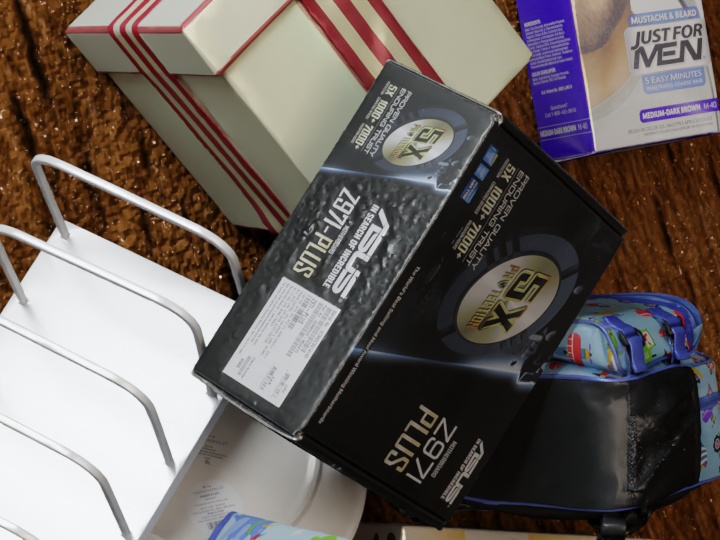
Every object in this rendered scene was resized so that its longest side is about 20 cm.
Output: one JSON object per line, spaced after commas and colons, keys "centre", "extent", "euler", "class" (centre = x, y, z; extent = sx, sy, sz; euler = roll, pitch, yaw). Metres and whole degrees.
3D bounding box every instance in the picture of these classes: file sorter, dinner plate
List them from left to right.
{"centre": [-0.160, 0.059, 1.269], "extent": [0.139, 0.125, 0.200], "euler": [25, 69, 14], "class": "file sorter"}
{"centre": [-0.089, 0.101, 1.349], "extent": [0.200, 0.024, 0.200], "euler": [7, 63, -14], "class": "dinner plate"}

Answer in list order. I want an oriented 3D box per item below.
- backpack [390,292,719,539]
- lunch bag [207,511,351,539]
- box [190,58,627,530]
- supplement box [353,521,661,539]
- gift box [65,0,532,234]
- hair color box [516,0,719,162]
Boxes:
{"centre": [0.135, 0.079, 1.436], "extent": [0.200, 0.182, 0.135], "euler": [-10, 100, -53], "class": "backpack"}
{"centre": [-0.045, 0.241, 1.233], "extent": [0.127, 0.170, 0.200], "euler": [40, 72, -21], "class": "lunch bag"}
{"centre": [0.030, 0.016, 1.283], "extent": [0.200, 0.086, 0.164], "euler": [-57, 142, -4], "class": "box"}
{"centre": [0.088, 0.222, 1.472], "extent": [0.200, 0.074, 0.126], "euler": [6, 83, -30], "class": "supplement box"}
{"centre": [-0.037, -0.149, 1.364], "extent": [0.200, 0.184, 0.187], "euler": [-50, 116, -22], "class": "gift box"}
{"centre": [0.162, -0.178, 1.551], "extent": [0.109, 0.065, 0.200], "euler": [-11, 91, -31], "class": "hair color box"}
